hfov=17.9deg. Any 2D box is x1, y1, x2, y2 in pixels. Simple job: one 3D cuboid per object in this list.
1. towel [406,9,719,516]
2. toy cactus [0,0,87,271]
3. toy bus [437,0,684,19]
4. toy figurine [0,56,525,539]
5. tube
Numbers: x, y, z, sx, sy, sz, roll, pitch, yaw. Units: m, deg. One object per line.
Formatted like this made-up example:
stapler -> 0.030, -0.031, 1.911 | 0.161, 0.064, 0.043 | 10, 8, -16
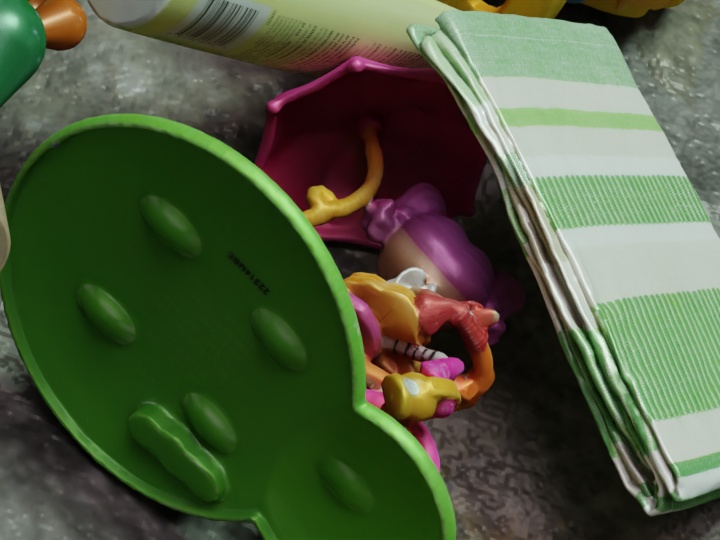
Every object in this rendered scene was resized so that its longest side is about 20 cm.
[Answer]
towel -> 0.100, -0.007, 0.867 | 0.152, 0.023, 0.201 | -4, 64, -57
toy cactus -> -0.156, -0.050, 0.763 | 0.200, 0.102, 0.165 | -39, 35, -3
toy bus -> 0.058, -0.163, 0.961 | 0.199, 0.136, 0.192 | 29, 44, 1
toy figurine -> 0.000, 0.000, 0.831 | 0.200, 0.150, 0.184 | 45, 41, 7
tube -> -0.022, -0.098, 0.873 | 0.058, 0.052, 0.200 | 40, 17, 35
